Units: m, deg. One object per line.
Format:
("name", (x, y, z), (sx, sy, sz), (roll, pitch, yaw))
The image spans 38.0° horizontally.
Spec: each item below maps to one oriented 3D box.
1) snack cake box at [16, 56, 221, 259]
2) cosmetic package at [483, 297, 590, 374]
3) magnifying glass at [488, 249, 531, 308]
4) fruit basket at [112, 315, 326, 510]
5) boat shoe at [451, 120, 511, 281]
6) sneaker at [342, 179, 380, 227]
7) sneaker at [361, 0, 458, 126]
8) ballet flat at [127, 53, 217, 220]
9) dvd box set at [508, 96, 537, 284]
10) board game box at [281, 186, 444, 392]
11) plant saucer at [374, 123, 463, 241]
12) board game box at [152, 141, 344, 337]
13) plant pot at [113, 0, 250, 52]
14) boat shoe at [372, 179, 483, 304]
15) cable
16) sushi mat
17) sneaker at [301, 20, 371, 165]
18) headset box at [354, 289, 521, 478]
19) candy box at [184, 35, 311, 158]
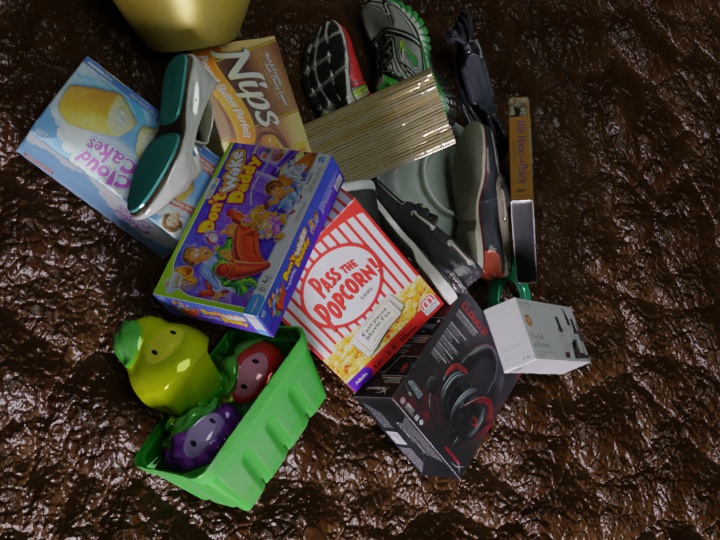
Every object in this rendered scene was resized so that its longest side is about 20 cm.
("snack cake box", (-0.258, -0.122, 1.151), (0.200, 0.067, 0.115), (37, 61, -17))
("cosmetic package", (0.229, 0.085, 1.333), (0.200, 0.050, 0.083), (9, 58, -59))
("magnifying glass", (0.189, -0.012, 1.382), (0.079, 0.022, 0.202), (-18, 103, -46))
("fruit basket", (-0.163, 0.124, 1.107), (0.215, 0.155, 0.217), (1, 89, -43))
("boat shoe", (0.159, -0.087, 1.321), (0.062, 0.071, 0.202), (-3, 92, -25))
("sneaker", (-0.058, -0.037, 1.220), (0.199, 0.071, 0.100), (-15, 77, -22))
("sneaker", (0.051, -0.267, 1.347), (0.085, 0.078, 0.201), (-15, 72, -36))
("ballet flat", (-0.192, -0.137, 1.122), (0.069, 0.069, 0.201), (21, 66, -24))
("dvd box set", (0.209, -0.104, 1.344), (0.029, 0.147, 0.201), (-3, 45, 10))
("board game box", (-0.016, 0.025, 1.189), (0.152, 0.046, 0.200), (-45, 127, -3))
("plant saucer", (0.113, -0.116, 1.377), (0.199, 0.050, 0.202), (8, 74, -28))
("board game box", (-0.117, -0.038, 1.112), (0.201, 0.134, 0.045), (-67, 150, -24))
("plant pot", (-0.201, -0.328, 1.183), (0.199, 0.199, 0.143), (-22, 115, -32))
("boat shoe", (0.072, -0.047, 1.278), (0.060, 0.074, 0.200), (-37, 58, -3))
("cable", (0.152, -0.237, 1.391), (0.050, 0.163, 0.201), (-17, 113, 9))
("sushi mat", (0.012, -0.161, 1.261), (0.096, 0.199, 0.012), (69, 20, 0))
("sneaker", (-0.013, -0.216, 1.329), (0.085, 0.077, 0.201), (-11, 86, -51))
("headset box", (0.105, 0.128, 1.279), (0.149, 0.075, 0.200), (52, 57, -24))
("candy box", (-0.131, -0.171, 1.244), (0.115, 0.055, 0.201), (-15, 85, -32))
